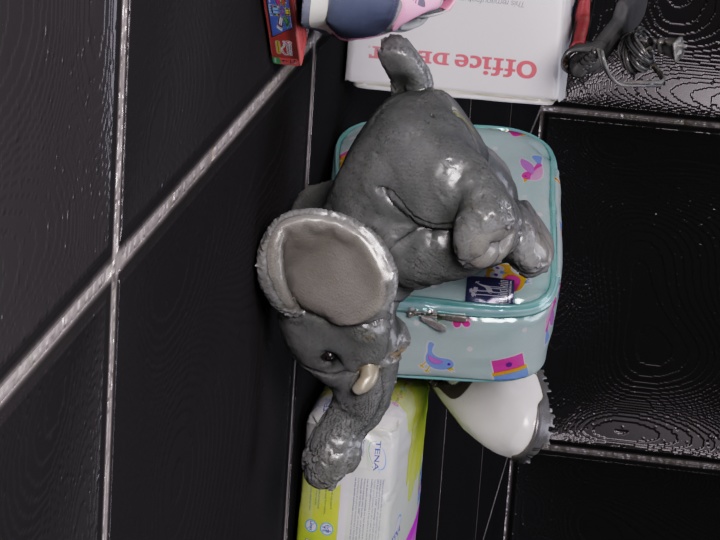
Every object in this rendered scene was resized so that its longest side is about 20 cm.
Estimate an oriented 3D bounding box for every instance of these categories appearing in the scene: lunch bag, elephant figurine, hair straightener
[{"bbox_3d":[0.048,-0.015,1.677,0.200,0.160,0.077,-84,180,-51],"label":"lunch bag"},{"bbox_3d":[0.000,0.000,1.501,0.142,0.200,0.155,41,18,-55],"label":"elephant figurine"},{"bbox_3d":[0.174,-0.157,1.683,0.200,0.077,0.041,-62,158,-70],"label":"hair straightener"}]

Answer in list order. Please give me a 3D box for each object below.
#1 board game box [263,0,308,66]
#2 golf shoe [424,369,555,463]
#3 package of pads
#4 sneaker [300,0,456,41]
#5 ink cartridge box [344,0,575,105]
[{"bbox_3d":[-0.038,-0.207,1.382,0.200,0.019,0.103,83,14,-60],"label":"board game box"},{"bbox_3d":[0.051,0.053,1.776,0.094,0.200,0.078,-3,138,-49],"label":"golf shoe"},{"bbox_3d":[0.004,0.143,1.798,0.200,0.068,0.155,-59,154,-74],"label":"package of pads"},{"bbox_3d":[0.018,-0.158,1.465,0.200,0.082,0.070,-53,149,-77],"label":"sneaker"},{"bbox_3d":[0.073,-0.216,1.730,0.088,0.145,0.200,-32,128,-80],"label":"ink cartridge box"}]
